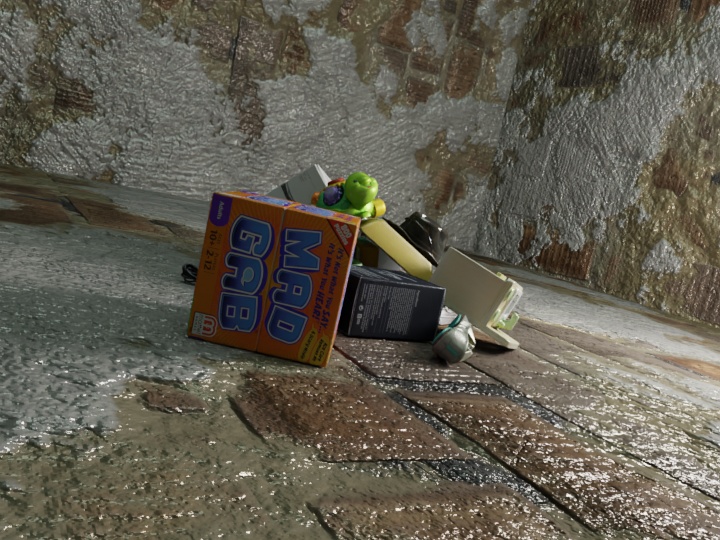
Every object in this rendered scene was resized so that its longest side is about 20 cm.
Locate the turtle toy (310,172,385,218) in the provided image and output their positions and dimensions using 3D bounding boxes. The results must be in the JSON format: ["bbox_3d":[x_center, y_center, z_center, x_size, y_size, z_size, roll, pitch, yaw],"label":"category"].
[{"bbox_3d":[-0.027,-0.145,1.413,0.145,0.102,0.200,-22,8,-30],"label":"turtle toy"}]

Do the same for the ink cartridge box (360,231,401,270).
[{"bbox_3d":[0.042,-0.023,1.694,0.083,0.146,0.200,11,7,-11],"label":"ink cartridge box"}]

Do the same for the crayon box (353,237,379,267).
[{"bbox_3d":[0.000,0.000,1.511,0.051,0.127,0.200,4,9,-10],"label":"crayon box"}]

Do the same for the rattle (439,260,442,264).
[{"bbox_3d":[0.166,0.018,1.571,0.199,0.144,0.130,12,-2,-35],"label":"rattle"}]

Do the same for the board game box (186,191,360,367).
[{"bbox_3d":[-0.118,0.002,1.003,0.198,0.202,0.200,12,7,0],"label":"board game box"}]

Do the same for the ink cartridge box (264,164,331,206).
[{"bbox_3d":[-0.150,-0.144,1.573,0.199,0.085,0.146,-30,-15,7],"label":"ink cartridge box"}]

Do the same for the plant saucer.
[{"bbox_3d":[0.077,-0.048,1.453,0.200,0.049,0.200,42,3,-7],"label":"plant saucer"}]

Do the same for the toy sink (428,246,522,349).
[{"bbox_3d":[0.247,0.052,1.339,0.199,0.112,0.130,35,6,22],"label":"toy sink"}]

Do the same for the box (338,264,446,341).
[{"bbox_3d":[0.031,0.055,1.235,0.199,0.105,0.148,9,7,-34],"label":"box"}]

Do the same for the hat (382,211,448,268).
[{"bbox_3d":[0.144,-0.076,1.494,0.200,0.081,0.201,42,1,-1],"label":"hat"}]

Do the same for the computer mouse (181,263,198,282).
[{"bbox_3d":[-0.267,0.004,1.357,0.109,0.044,0.200,13,7,10],"label":"computer mouse"}]

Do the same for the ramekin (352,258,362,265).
[{"bbox_3d":[-0.102,0.012,1.361,0.198,0.099,0.200,12,7,-2],"label":"ramekin"}]

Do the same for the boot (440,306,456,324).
[{"bbox_3d":[0.191,0.064,1.478,0.199,0.096,0.073,4,11,-39],"label":"boot"}]

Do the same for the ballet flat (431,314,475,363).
[{"bbox_3d":[0.168,0.125,1.180,0.064,0.068,0.200,42,14,9],"label":"ballet flat"}]
